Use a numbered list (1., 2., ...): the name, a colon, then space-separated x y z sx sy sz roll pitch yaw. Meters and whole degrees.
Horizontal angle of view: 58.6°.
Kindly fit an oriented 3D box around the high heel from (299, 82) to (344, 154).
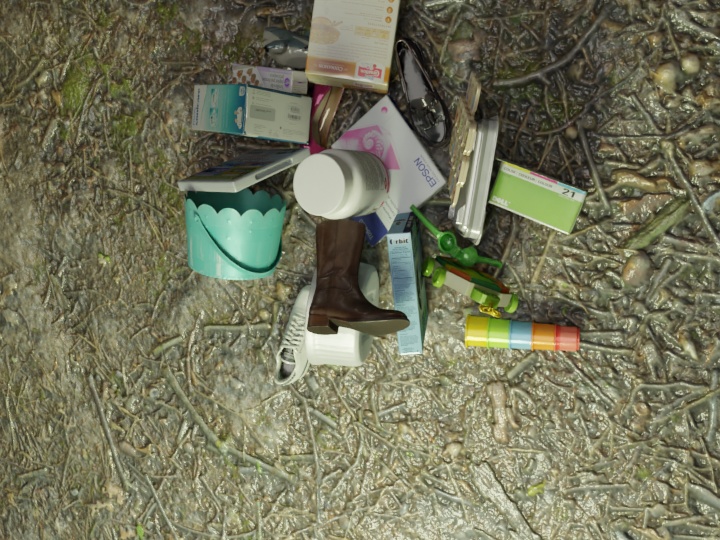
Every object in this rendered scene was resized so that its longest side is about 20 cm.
1. high heel: -0.062 -0.284 1.205 0.093 0.067 0.207 -5 77 32

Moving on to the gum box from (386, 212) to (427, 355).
1. gum box: 0.084 0.017 1.114 0.043 0.170 0.207 -4 105 10

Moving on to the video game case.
1. video game case: -0.216 -0.186 1.188 0.197 0.180 0.023 8 122 46

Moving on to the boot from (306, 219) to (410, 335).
1. boot: 0.000 0.000 1.053 0.180 0.064 0.206 -1 65 18

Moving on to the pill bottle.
1. pill bottle: -0.030 -0.149 1.100 0.110 0.199 0.117 3 99 21

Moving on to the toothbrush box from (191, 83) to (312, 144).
1. toothbrush box: -0.203 -0.289 1.185 0.197 0.143 0.088 16 103 48

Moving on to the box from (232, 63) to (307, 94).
1. box: -0.175 -0.365 1.219 0.197 0.041 0.040 23 115 43

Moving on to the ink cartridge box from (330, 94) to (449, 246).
1. ink cartridge box: 0.035 -0.182 1.199 0.199 0.043 0.199 -38 82 19

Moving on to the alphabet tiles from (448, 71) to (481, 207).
1. alphabet tiles: 0.166 -0.217 1.056 0.014 0.201 0.201 8 117 -1

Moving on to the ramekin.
1. ramekin: -0.028 0.077 1.173 0.095 0.200 0.208 8 99 12

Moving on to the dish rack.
1. dish rack: 0.185 -0.153 1.073 0.042 0.172 0.207 9 99 1

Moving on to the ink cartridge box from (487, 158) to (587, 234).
1. ink cartridge box: 0.279 -0.118 1.025 0.145 0.199 0.078 25 104 16

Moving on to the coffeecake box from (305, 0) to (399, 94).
1. coffeecake box: -0.010 -0.434 1.140 0.148 0.073 0.207 9 93 2

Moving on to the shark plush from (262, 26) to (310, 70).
1. shark plush: -0.100 -0.435 1.212 0.194 0.091 0.086 -4 65 26

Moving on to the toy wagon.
1. toy wagon: 0.191 0.027 1.075 0.151 0.200 0.041 19 100 -14

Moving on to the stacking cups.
1. stacking cups: 0.284 0.111 1.133 0.193 0.060 0.063 1 97 16

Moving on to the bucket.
1. bucket: -0.242 -0.075 1.237 0.201 0.207 0.139 14 109 18

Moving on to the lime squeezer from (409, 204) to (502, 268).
1. lime squeezer: 0.167 -0.048 1.106 0.197 0.072 0.038 31 135 -8

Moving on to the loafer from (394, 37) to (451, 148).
1. loafer: 0.103 -0.316 1.145 0.070 0.063 0.206 -21 88 20

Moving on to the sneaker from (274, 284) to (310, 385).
1. sneaker: -0.121 0.131 1.274 0.074 0.080 0.206 17 100 19
